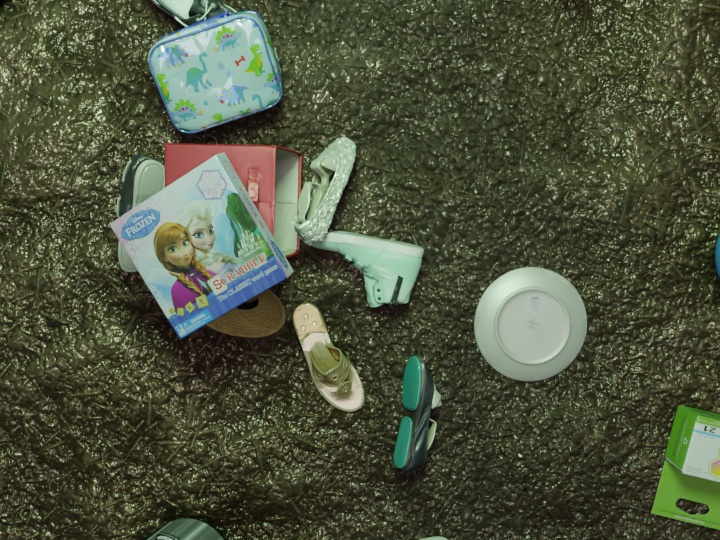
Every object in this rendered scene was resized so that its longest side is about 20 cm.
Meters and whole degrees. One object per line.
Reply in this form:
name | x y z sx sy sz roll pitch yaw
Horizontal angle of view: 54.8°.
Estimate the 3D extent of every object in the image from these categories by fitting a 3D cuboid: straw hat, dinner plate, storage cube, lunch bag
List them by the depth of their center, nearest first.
storage cube | -0.199 -0.109 1.114 0.177 0.200 0.174 3 96 7
lunch bag | -0.232 -0.326 1.130 0.197 0.083 0.162 -17 117 4
straw hat | -0.212 0.022 1.173 0.198 0.202 0.086 12 52 0
dinner plate | 0.298 0.096 1.208 0.197 0.024 0.203 0 94 0

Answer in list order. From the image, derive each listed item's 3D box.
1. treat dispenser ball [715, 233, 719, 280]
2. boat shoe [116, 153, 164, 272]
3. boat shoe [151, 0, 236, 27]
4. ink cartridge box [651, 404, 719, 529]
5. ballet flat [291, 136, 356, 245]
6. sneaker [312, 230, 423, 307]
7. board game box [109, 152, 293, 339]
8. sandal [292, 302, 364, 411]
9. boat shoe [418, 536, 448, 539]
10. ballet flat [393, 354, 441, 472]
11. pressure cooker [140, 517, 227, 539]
treat dispenser ball | 0.674 -0.022 1.104 0.198 0.201 0.204 0 95 1
boat shoe | -0.382 -0.098 1.181 0.060 0.073 0.202 31 116 38
boat shoe | -0.274 -0.432 1.151 0.198 0.060 0.076 26 94 -2
ink cartridge box | 0.609 0.353 1.199 0.146 0.076 0.203 13 94 0
ballet flat | -0.061 -0.141 1.139 0.071 0.072 0.202 17 75 -1
sneaker | 0.000 0.000 1.179 0.198 0.074 0.120 12 98 1
board game box | -0.231 -0.033 1.013 0.198 0.041 0.201 -29 97 13
sandal | -0.060 0.159 1.194 0.077 0.070 0.214 -26 94 3
boat shoe | 0.073 0.531 1.228 0.197 0.062 0.076 -12 97 2
ballet flat | 0.104 0.248 1.207 0.072 0.073 0.203 8 89 0
pressure cooker | -0.317 0.523 1.151 0.178 0.200 0.177 -33 85 13
